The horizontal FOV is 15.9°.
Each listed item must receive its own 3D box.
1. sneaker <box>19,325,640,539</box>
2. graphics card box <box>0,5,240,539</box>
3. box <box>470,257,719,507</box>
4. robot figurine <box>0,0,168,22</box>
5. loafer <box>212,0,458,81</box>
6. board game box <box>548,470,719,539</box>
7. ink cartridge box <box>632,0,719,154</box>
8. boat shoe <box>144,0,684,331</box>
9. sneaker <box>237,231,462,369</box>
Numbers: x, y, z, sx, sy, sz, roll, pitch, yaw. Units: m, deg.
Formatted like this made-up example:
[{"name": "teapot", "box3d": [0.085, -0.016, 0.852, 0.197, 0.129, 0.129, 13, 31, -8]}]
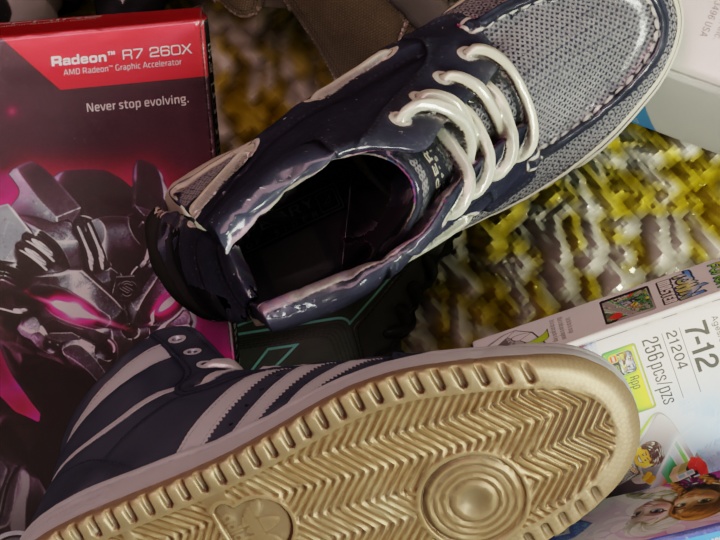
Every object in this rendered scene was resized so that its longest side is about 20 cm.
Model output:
[{"name": "sneaker", "box3d": [-0.013, 0.051, 0.801, 0.200, 0.109, 0.070, -19, 112, 10]}, {"name": "graphics card box", "box3d": [-0.105, 0.015, 0.882, 0.125, 0.051, 0.200, -5, 98, -3]}, {"name": "box", "box3d": [0.119, 0.099, 0.832, 0.110, 0.035, 0.200, -20, 106, 6]}, {"name": "robot figurine", "box3d": [-0.141, -0.165, 0.985, 0.150, 0.125, 0.200, 18, 75, 39]}, {"name": "loafer", "box3d": [-0.039, -0.126, 0.939, 0.070, 0.075, 0.200, -43, 109, 11]}, {"name": "board game box", "box3d": [0.055, 0.179, 0.816, 0.200, 0.041, 0.200, -15, 108, 8]}, {"name": "ink cartridge box", "box3d": [0.179, -0.106, 0.919, 0.200, 0.086, 0.147, 22, 79, 17]}, {"name": "boat shoe", "box3d": [0.030, -0.040, 0.826, 0.200, 0.093, 0.075, -33, 103, -8]}, {"name": "sneaker", "box3d": [0.000, 0.000, 0.939, 0.200, 0.075, 0.079, -36, 79, 8]}]
